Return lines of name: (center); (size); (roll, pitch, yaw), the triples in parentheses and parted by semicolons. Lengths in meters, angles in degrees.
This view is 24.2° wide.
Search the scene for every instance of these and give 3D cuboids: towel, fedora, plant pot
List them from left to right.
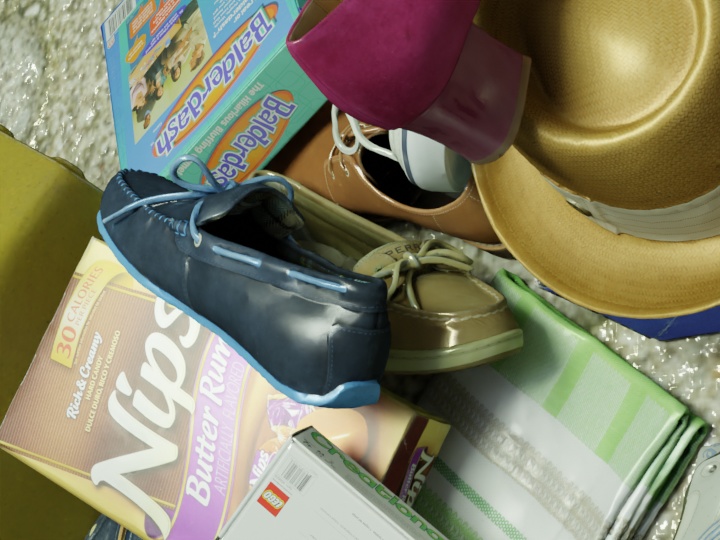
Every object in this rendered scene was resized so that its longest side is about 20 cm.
plant pot: (-0.206, 0.033, 0.951); (0.195, 0.194, 0.201); (28, 85, 45)
towel: (0.056, 0.115, 0.784); (0.149, 0.031, 0.201); (38, 101, 43)
fedora: (0.102, -0.082, 0.639); (0.199, 0.081, 0.203); (-17, 63, 38)

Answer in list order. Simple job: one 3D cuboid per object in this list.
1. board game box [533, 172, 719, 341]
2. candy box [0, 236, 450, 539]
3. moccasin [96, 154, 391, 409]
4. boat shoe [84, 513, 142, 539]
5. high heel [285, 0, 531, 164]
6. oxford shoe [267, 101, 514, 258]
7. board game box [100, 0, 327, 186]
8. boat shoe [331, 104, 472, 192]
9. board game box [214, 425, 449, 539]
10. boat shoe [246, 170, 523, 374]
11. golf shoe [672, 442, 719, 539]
board game box: (0.166, -0.087, 0.708); (0.158, 0.096, 0.203); (-10, 68, 40)
candy box: (-0.070, 0.079, 0.816); (0.199, 0.056, 0.118); (26, 91, 25)
moccasin: (-0.048, -0.009, 0.779); (0.199, 0.080, 0.069); (32, 115, 37)
boat shoe: (-0.107, 0.125, 0.901); (0.090, 0.070, 0.203); (-2, 74, 42)
high heel: (0.024, -0.143, 0.612); (0.067, 0.096, 0.202); (-23, 54, 42)
oxford shoe: (0.009, -0.060, 0.864); (0.199, 0.071, 0.072); (15, 87, 46)
board game box: (-0.081, -0.129, 0.957); (0.152, 0.045, 0.201); (-44, 35, 23)
boat shoe: (0.016, -0.096, 0.791); (0.085, 0.075, 0.203); (2, 29, 8)
board game box: (0.014, 0.180, 0.726); (0.199, 0.035, 0.127); (39, 104, 10)
boat shoe: (0.002, -0.001, 0.816); (0.200, 0.072, 0.064); (23, 121, 54)
golf shoe: (0.170, 0.084, 0.662); (0.201, 0.078, 0.097); (-54, 41, 12)
